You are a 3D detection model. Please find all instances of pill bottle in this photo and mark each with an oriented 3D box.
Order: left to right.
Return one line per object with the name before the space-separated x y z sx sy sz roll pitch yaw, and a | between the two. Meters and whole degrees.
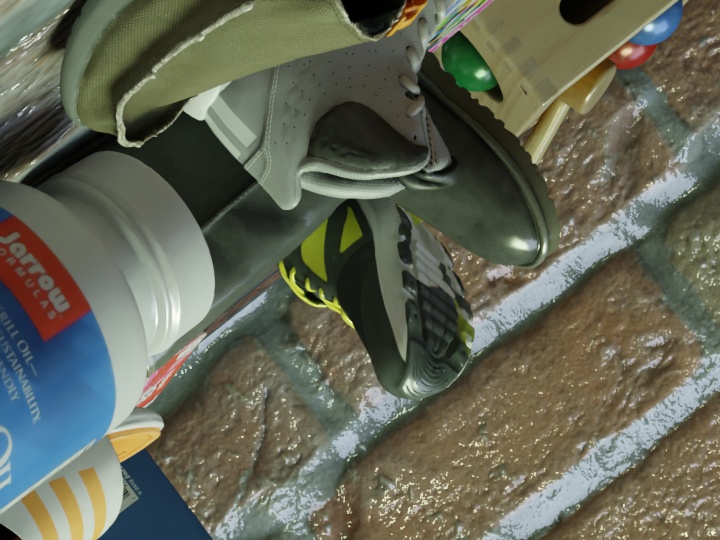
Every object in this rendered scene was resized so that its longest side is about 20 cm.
pill bottle | -0.152 0.034 0.777 0.200 0.113 0.112 -38 179 -37

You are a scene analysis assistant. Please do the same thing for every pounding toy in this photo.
pounding toy | 0.132 -0.149 1.376 0.199 0.143 0.184 -38 178 -7

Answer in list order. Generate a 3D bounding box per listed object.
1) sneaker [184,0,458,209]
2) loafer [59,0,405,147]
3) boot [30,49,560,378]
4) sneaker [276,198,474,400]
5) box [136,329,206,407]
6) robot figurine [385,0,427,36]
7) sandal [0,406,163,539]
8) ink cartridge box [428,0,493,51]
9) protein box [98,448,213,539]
sneaker | 0.023 -0.097 0.908 0.199 0.116 0.075 -38 178 -14
loafer | -0.025 -0.096 0.673 0.200 0.070 0.075 -40 178 35
boot | -0.028 -0.021 0.930 0.200 0.182 0.073 -42 176 -30
sneaker | 0.000 0.000 1.074 0.084 0.074 0.201 -32 -139 17
box | -0.157 0.040 1.049 0.099 0.096 0.200 -36 177 -18
robot figurine | 0.074 -0.176 0.819 0.200 0.058 0.145 -37 174 -31
sandal | -0.170 0.121 0.899 0.205 0.060 0.079 -22 167 -35
ink cartridge box | 0.030 -0.145 1.129 0.119 0.042 0.200 -40 176 21
protein box | -0.226 0.166 1.186 0.200 0.199 0.135 -36 177 -42
